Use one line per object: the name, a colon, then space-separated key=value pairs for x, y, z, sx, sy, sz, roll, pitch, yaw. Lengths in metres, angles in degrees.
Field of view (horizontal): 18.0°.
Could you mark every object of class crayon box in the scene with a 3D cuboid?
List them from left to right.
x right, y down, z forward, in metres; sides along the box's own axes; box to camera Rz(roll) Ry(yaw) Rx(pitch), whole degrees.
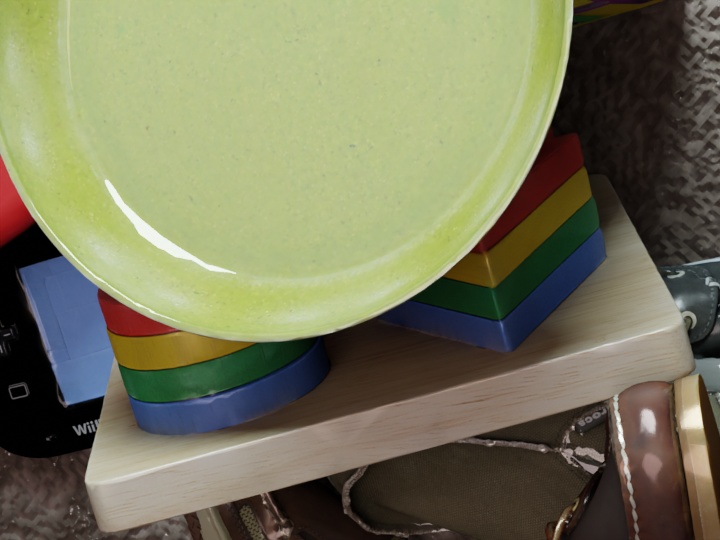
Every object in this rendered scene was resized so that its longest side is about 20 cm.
crayon box: x=0.011 y=-0.105 z=0.819 sx=0.171 sy=0.200 sz=0.059 roll=-14 pitch=90 yaw=20

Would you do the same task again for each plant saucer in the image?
plant saucer: x=-0.026 y=-0.079 z=0.708 sx=0.198 sy=0.031 sz=0.202 roll=-1 pitch=89 yaw=22

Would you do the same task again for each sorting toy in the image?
sorting toy: x=0.000 y=0.000 z=0.805 sx=0.198 sy=0.199 sz=0.070 roll=-15 pitch=106 yaw=3

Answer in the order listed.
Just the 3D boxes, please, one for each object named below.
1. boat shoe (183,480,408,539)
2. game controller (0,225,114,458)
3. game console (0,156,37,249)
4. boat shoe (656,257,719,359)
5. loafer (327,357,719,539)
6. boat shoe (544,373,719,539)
boat shoe: x=-0.015 y=0.115 z=0.923 sx=0.074 sy=0.075 sz=0.204 roll=-18 pitch=106 yaw=15
game controller: x=-0.083 y=0.013 z=0.951 sx=0.199 sy=0.042 sz=0.105 roll=-15 pitch=91 yaw=21
game console: x=-0.193 y=-0.095 z=0.929 sx=0.172 sy=0.119 sz=0.201 roll=-36 pitch=93 yaw=-6
boat shoe: x=0.107 y=0.030 z=0.878 sx=0.198 sy=0.057 sz=0.069 roll=-2 pitch=95 yaw=20
loafer: x=0.077 y=0.077 z=0.841 sx=0.198 sy=0.075 sz=0.070 roll=-8 pitch=52 yaw=23
boat shoe: x=0.094 y=0.104 z=0.756 sx=0.070 sy=0.201 sz=0.071 roll=-5 pitch=52 yaw=10
